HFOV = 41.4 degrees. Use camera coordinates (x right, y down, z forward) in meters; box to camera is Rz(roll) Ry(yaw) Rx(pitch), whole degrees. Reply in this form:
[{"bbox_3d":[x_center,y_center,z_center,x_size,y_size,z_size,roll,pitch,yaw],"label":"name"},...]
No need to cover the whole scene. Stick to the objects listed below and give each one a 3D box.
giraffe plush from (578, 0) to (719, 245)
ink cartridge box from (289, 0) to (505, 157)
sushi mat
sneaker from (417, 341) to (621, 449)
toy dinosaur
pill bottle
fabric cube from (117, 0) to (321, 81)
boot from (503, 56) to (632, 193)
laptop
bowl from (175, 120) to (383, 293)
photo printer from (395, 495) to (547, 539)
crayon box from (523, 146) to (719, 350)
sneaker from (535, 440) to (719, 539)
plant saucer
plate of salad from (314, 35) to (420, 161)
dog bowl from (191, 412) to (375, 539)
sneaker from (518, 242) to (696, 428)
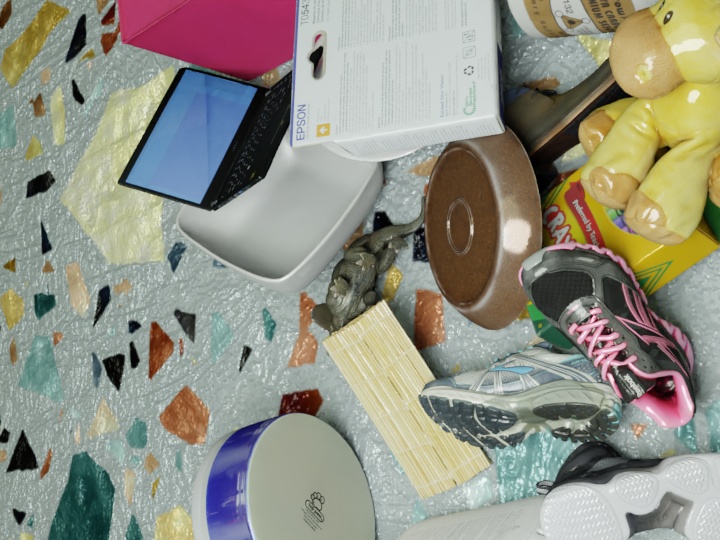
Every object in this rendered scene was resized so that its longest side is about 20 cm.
[{"bbox_3d":[0.253,-0.144,0.726,0.200,0.162,0.173,-36,49,-2],"label":"giraffe plush"},{"bbox_3d":[0.034,-0.208,0.907,0.199,0.043,0.197,-6,68,20],"label":"ink cartridge box"},{"bbox_3d":[0.045,0.134,0.971,0.096,0.012,0.200,-33,90,31],"label":"sushi mat"},{"bbox_3d":[0.151,0.113,0.894,0.199,0.078,0.086,-4,44,32],"label":"sneaker"},{"bbox_3d":[0.000,0.000,1.022,0.201,0.077,0.102,-67,18,-3],"label":"toy dinosaur"},{"bbox_3d":[0.236,-0.266,0.827,0.200,0.114,0.115,5,90,39],"label":"pill bottle"},{"bbox_3d":[-0.148,-0.361,1.096,0.196,0.199,0.201,-18,75,38],"label":"fabric cube"},{"bbox_3d":[0.175,-0.156,0.895,0.200,0.075,0.097,-47,62,29],"label":"boot"},{"bbox_3d":[-0.155,-0.167,1.042,0.200,0.103,0.178,-21,42,57],"label":"laptop"},{"bbox_3d":[-0.080,-0.071,1.062,0.200,0.075,0.200,27,73,37],"label":"bowl"},{"bbox_3d":[0.103,0.274,0.864,0.200,0.166,0.070,-23,94,35],"label":"photo printer"},{"bbox_3d":[0.224,-0.037,0.837,0.200,0.051,0.127,-41,43,29],"label":"crayon box"},{"bbox_3d":[0.246,0.181,0.809,0.199,0.114,0.076,-9,98,4],"label":"sneaker"},{"bbox_3d":[0.106,-0.042,0.906,0.200,0.034,0.201,176,90,-70],"label":"plant saucer"},{"bbox_3d":[0.029,-0.206,1.027,0.199,0.048,0.201,-7,70,19],"label":"plate of salad"},{"bbox_3d":[-0.075,0.252,0.986,0.079,0.200,0.201,-23,72,33],"label":"dog bowl"},{"bbox_3d":[0.207,0.057,0.769,0.079,0.200,0.096,-39,25,31],"label":"sneaker"}]
